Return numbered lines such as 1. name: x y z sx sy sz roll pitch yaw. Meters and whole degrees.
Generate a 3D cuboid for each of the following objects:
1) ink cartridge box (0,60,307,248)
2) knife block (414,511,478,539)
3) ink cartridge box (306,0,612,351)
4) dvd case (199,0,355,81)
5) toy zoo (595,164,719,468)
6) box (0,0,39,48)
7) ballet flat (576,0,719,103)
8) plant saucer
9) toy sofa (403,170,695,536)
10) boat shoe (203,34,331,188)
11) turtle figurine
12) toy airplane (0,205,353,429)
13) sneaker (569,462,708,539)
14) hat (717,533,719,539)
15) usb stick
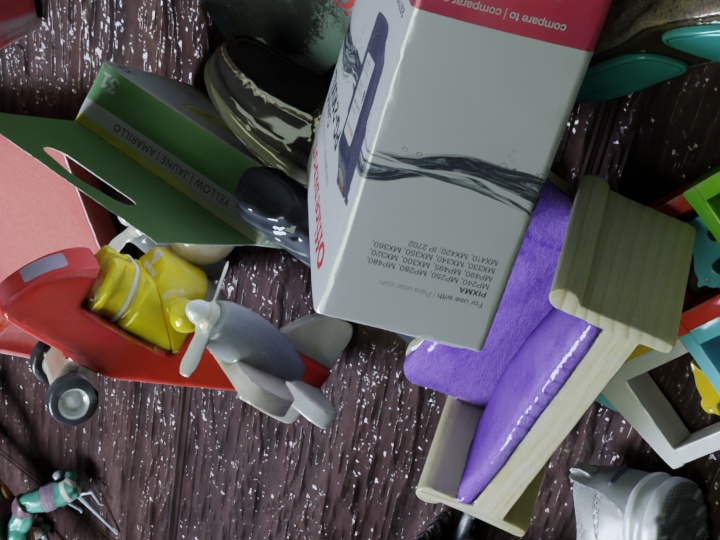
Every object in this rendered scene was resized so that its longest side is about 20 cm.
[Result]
1. ink cartridge box: -0.102 -0.064 0.948 0.145 0.200 0.048 33 101 22
2. knife block: 0.076 0.252 1.114 0.175 0.064 0.201 -11 111 49
3. ink cartridge box: 0.040 -0.088 0.775 0.084 0.145 0.201 12 119 -10
4. dvd case: -0.033 -0.188 0.916 0.146 0.022 0.200 53 141 -2
5. toy zoo: 0.173 0.028 0.880 0.131 0.020 0.200 54 141 -2
6. box: -0.312 -0.166 1.064 0.094 0.200 0.103 19 130 36
7. ballet flat: 0.145 -0.120 0.748 0.200 0.068 0.068 -3 79 53
8. plant saucer: -0.238 -0.025 1.232 0.199 0.037 0.200 6 123 41
9. toy sofa: 0.084 0.043 0.874 0.097 0.083 0.200 24 139 -4
10. boat shoe: 0.010 -0.074 0.924 0.199 0.075 0.073 33 123 -1
11. turtle figurine: -0.286 0.195 1.409 0.150 0.101 0.201 -30 91 51
12. toy airplane: -0.093 0.023 1.035 0.199 0.199 0.142 20 106 21
13. sneaker: 0.157 0.197 0.997 0.082 0.075 0.201 21 122 41
14. hat: 0.252 0.211 0.890 0.200 0.081 0.201 20 131 25
15. usb stick: 0.000 0.000 0.934 0.055 0.033 0.200 35 178 38
